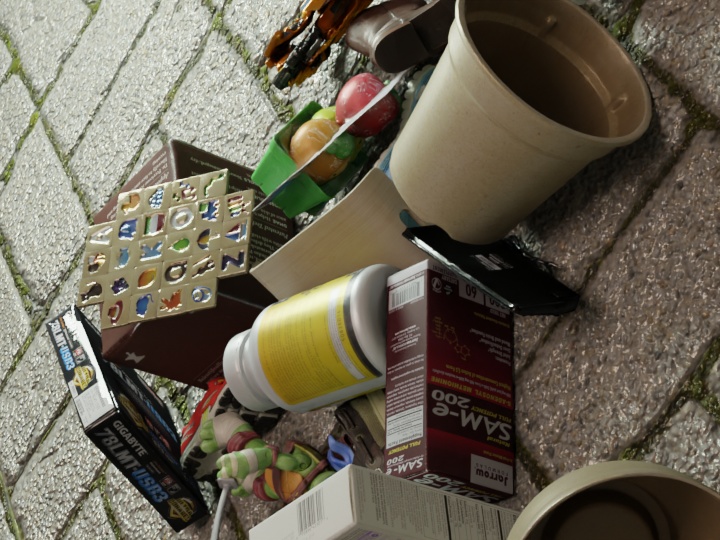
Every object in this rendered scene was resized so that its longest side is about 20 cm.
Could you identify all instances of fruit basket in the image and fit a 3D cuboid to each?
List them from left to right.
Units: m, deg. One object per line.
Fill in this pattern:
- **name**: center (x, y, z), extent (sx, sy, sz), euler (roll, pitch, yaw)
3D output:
- **fruit basket**: center (-0.011, -0.142, 1.776), extent (0.200, 0.094, 0.185), euler (-34, 9, 28)

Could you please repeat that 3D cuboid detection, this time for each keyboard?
- **keyboard**: center (0.124, 0.008, 1.554), extent (0.200, 0.104, 0.040), euler (40, 130, 54)

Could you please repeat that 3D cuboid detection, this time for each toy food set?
- **toy food set**: center (0.000, 0.000, 1.689), extent (0.200, 0.144, 0.060), euler (-36, 13, 42)

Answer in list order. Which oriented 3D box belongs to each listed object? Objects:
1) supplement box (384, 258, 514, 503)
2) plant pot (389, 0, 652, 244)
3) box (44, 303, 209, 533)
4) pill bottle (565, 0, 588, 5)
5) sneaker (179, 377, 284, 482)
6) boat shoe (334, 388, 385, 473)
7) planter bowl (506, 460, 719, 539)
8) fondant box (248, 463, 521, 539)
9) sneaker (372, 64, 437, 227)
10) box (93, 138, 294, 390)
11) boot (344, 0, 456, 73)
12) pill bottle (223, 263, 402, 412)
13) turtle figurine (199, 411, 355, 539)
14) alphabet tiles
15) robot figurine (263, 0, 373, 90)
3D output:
- **supplement box**: center (0.080, 0.102, 1.550), extent (0.061, 0.109, 0.200), euler (-25, 55, 45)
- **plant pot**: center (0.127, -0.128, 1.546), extent (0.184, 0.200, 0.201), euler (-53, 37, 38)
- **box**: center (-0.257, 0.161, 1.900), extent (0.050, 0.200, 0.199), euler (-32, 40, 2)
- **pill bottle**: center (0.239, -0.334, 1.545), extent (0.200, 0.112, 0.112), euler (-43, 43, 33)
- **sneaker**: center (-0.139, 0.138, 1.862), extent (0.200, 0.077, 0.085), euler (-49, 35, 26)
- **boat shoe**: center (0.024, 0.185, 1.606), extent (0.065, 0.073, 0.200), euler (-29, 34, 5)
- **planter bowl**: center (0.192, 0.227, 1.290), extent (0.135, 0.200, 0.200), euler (-109, 44, -79)
- **fondant box**: center (0.026, 0.239, 1.475), extent (0.144, 0.200, 0.058), euler (-37, 45, 38)
- **sneaker**: center (0.071, -0.108, 1.695), extent (0.090, 0.078, 0.200), euler (8, 81, 51)
- **box**: center (-0.180, -0.003, 1.904), extent (0.166, 0.164, 0.200), euler (-39, 45, 35)
- **boot**: center (0.079, -0.263, 1.770), extent (0.186, 0.064, 0.200), euler (-22, 14, -2)
- **pill bottle**: center (-0.034, 0.072, 1.645), extent (0.200, 0.112, 0.112), euler (-21, 57, 38)
- **turtle figurine**: center (-0.105, 0.228, 1.711), extent (0.194, 0.144, 0.200), euler (24, 90, 59)
- **alphabet tiles**: center (-0.201, -0.022, 1.785), extent (0.200, 0.006, 0.167), euler (-12, 56, 21)
- **robot figurine**: center (-0.033, -0.282, 1.881), extent (0.200, 0.058, 0.145), euler (-49, -1, 27)
